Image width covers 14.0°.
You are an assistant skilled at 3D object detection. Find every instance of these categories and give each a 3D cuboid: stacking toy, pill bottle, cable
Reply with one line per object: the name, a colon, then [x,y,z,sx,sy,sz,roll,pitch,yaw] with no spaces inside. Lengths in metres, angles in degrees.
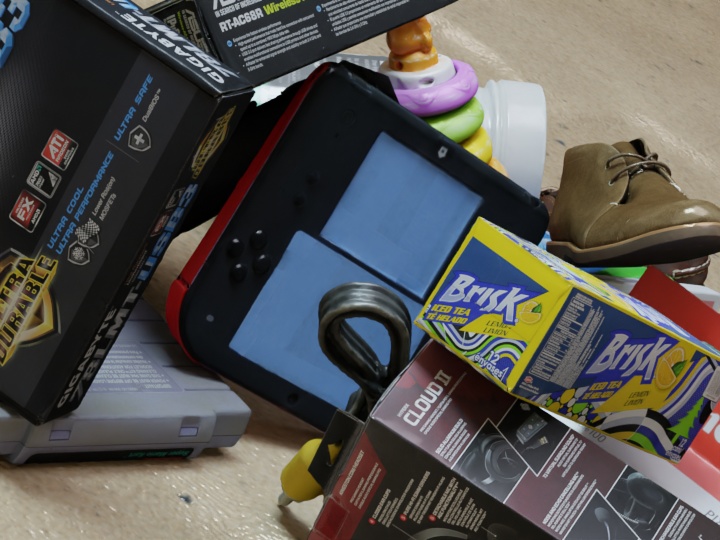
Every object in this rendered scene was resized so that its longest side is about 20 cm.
stacking toy: [0.034,-0.086,1.717,0.110,0.201,0.116,-25,29,-35]
pill bottle: [0.012,-0.080,1.859,0.199,0.114,0.113,5,26,-6]
cable: [0.013,0.078,1.493,0.097,0.200,0.051,10,60,-1]

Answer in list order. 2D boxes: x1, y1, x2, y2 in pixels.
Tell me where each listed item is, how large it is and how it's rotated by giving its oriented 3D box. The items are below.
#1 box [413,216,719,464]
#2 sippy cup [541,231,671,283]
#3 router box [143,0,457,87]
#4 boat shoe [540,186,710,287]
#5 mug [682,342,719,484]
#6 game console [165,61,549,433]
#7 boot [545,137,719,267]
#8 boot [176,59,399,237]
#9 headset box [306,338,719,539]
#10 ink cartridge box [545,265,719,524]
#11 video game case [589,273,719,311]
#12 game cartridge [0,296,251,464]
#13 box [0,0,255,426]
box: [0.112,0.038,1.474,0.070,0.064,0.200,36,6,33]
sippy cup: [0.114,0.036,1.807,0.130,0.140,0.178,36,-9,42]
router box: [-0.064,-0.131,1.605,0.200,0.150,0.062,-28,96,-45]
boat shoe: [0.137,-0.022,1.925,0.199,0.071,0.070,7,24,27]
mug: [0.169,0.118,1.649,0.114,0.152,0.185,35,22,20]
game console: [0.000,0.000,1.622,0.200,0.177,0.031,32,4,-40]
boot: [0.151,-0.038,1.643,0.073,0.076,0.200,1,0,-17]
boot: [-0.088,-0.055,1.640,0.165,0.199,0.066,-29,100,-65]
headset box: [0.061,0.142,1.446,0.200,0.149,0.077,33,42,9]
ink cartridge box: [0.148,0.114,1.562,0.160,0.200,0.047,38,2,26]
video game case: [0.128,0.072,1.714,0.199,0.144,0.017,6,13,-46]
game cartridge: [-0.162,0.051,1.537,0.200,0.038,0.130,2,38,-50]
box: [-0.181,-0.060,1.443,0.198,0.200,0.050,35,20,12]
